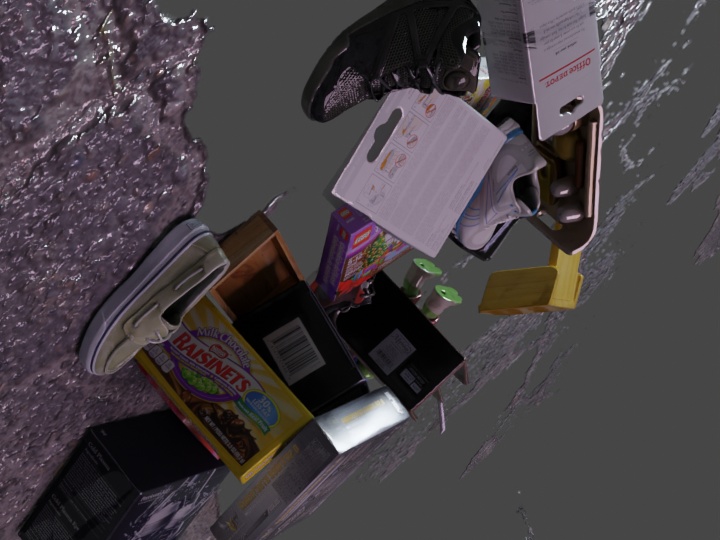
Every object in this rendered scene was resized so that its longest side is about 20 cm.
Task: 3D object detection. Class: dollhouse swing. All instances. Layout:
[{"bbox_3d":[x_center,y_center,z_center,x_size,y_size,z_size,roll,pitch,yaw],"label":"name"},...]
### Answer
[{"bbox_3d":[0.307,-0.017,2.285,0.179,0.179,0.200,-6,175,23],"label":"dollhouse swing"}]

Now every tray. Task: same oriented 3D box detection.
[{"bbox_3d":[-0.121,0.009,1.447,0.098,0.037,0.200,-42,160,-7],"label":"tray"}]

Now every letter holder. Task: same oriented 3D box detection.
[{"bbox_3d":[0.043,0.098,1.717,0.100,0.200,0.142,-41,162,-6],"label":"letter holder"}]

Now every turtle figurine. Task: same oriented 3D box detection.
[{"bbox_3d":[0.083,0.094,1.892,0.195,0.198,0.144,-56,-168,22],"label":"turtle figurine"}]

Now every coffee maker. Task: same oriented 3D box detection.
[{"bbox_3d":[0.169,-0.131,1.652,0.200,0.135,0.192,-48,126,8],"label":"coffee maker"}]

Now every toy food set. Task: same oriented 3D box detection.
[{"bbox_3d":[0.217,-0.138,1.496,0.060,0.144,0.202,-13,122,-19],"label":"toy food set"}]

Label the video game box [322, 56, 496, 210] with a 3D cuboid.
[{"bbox_3d":[0.066,-0.156,1.476,0.182,0.047,0.201,-18,148,-57],"label":"video game box"}]

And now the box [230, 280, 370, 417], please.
[{"bbox_3d":[-0.058,0.130,1.508,0.104,0.149,0.200,-30,156,-6],"label":"box"}]

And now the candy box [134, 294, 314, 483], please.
[{"bbox_3d":[-0.149,0.120,1.365,0.102,0.200,0.027,-37,157,-20],"label":"candy box"}]

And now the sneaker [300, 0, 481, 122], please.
[{"bbox_3d":[0.040,-0.195,1.236,0.199,0.114,0.076,-38,159,-12],"label":"sneaker"}]

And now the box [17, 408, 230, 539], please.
[{"bbox_3d":[-0.281,0.276,1.566,0.183,0.104,0.199,-54,160,22],"label":"box"}]

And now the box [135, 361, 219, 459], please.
[{"bbox_3d":[-0.177,0.137,1.503,0.099,0.096,0.200,-39,161,-10],"label":"box"}]

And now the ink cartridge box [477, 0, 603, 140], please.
[{"bbox_3d":[0.187,-0.252,1.336,0.115,0.067,0.202,-31,122,-32],"label":"ink cartridge box"}]

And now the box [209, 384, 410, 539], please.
[{"bbox_3d":[-0.054,0.219,1.401,0.200,0.048,0.158,-48,164,28],"label":"box"}]

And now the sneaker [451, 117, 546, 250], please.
[{"bbox_3d":[0.166,-0.080,1.512,0.075,0.087,0.201,-34,156,-30],"label":"sneaker"}]

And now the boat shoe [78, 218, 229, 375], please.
[{"bbox_3d":[-0.209,0.039,1.282,0.200,0.062,0.072,-50,160,19],"label":"boat shoe"}]

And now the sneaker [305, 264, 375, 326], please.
[{"bbox_3d":[0.000,0.000,1.604,0.201,0.082,0.077,-52,160,22],"label":"sneaker"}]

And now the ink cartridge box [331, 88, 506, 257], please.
[{"bbox_3d":[0.055,-0.120,1.370,0.199,0.050,0.163,29,93,-46],"label":"ink cartridge box"}]

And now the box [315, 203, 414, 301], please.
[{"bbox_3d":[0.040,-0.060,1.492,0.199,0.039,0.137,-34,157,-28],"label":"box"}]
